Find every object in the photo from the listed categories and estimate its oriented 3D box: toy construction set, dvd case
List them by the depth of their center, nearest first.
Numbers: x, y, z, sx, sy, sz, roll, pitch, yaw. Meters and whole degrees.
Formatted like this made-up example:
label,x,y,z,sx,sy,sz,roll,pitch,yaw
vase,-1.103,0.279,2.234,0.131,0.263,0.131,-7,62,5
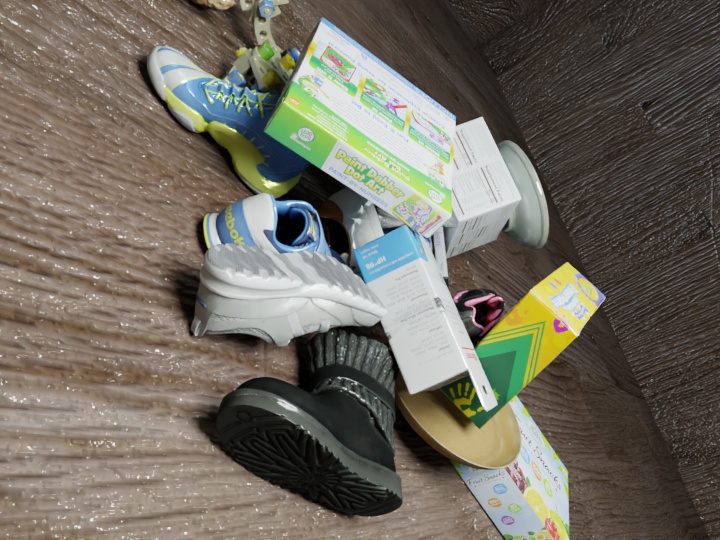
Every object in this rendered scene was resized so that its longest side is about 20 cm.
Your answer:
label,x,y,z,sx,sy,sz,roll,pitch,yaw
toy construction set,-0.121,-0.271,0.785,0.131,0.092,0.201,31,49,-47
dvd case,0.123,-0.001,0.956,0.200,0.017,0.143,-87,171,-49

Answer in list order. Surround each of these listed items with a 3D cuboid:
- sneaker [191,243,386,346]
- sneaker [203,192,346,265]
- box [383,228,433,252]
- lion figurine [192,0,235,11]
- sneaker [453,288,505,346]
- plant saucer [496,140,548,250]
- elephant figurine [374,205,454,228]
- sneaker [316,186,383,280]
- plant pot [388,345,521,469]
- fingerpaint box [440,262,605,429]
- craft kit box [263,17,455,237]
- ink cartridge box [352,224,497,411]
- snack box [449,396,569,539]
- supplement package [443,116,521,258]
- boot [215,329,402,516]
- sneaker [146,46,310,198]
label,x,y,z,sx,sy,sz,roll,pitch,yaw
sneaker,-0.063,0.029,0.561,0.199,0.082,0.075,12,27,-40
sneaker,-0.063,-0.020,0.630,0.200,0.082,0.074,23,42,-55
box,0.064,-0.095,0.957,0.064,0.070,0.200,48,28,-34
lion figurine,-0.232,-0.369,0.709,0.200,0.072,0.123,-17,92,-50
sneaker,0.157,0.059,0.816,0.200,0.095,0.079,-21,82,-56
plant saucer,0.260,-0.125,1.087,0.200,0.050,0.201,161,-90,-85
elephant figurine,0.030,-0.154,0.835,0.141,0.156,0.200,-19,50,-25
sneaker,0.000,0.000,0.772,0.085,0.073,0.201,-35,106,-30
plant pot,0.108,0.158,0.752,0.200,0.028,0.200,29,29,-18
fingerpaint box,0.205,0.085,0.768,0.073,0.167,0.200,45,28,15
craft kit box,0.013,-0.157,0.661,0.200,0.049,0.198,31,38,-18
ink cartridge box,0.071,0.063,0.660,0.201,0.067,0.116,68,13,15
snack box,0.213,0.272,0.860,0.200,0.068,0.169,56,27,-11
supplement package,0.174,-0.134,1.062,0.200,0.110,0.156,89,-20,-74
boot,-0.036,0.109,0.548,0.211,0.079,0.158,47,31,-39
sneaker,-0.121,-0.171,0.650,0.200,0.105,0.076,45,30,-31
